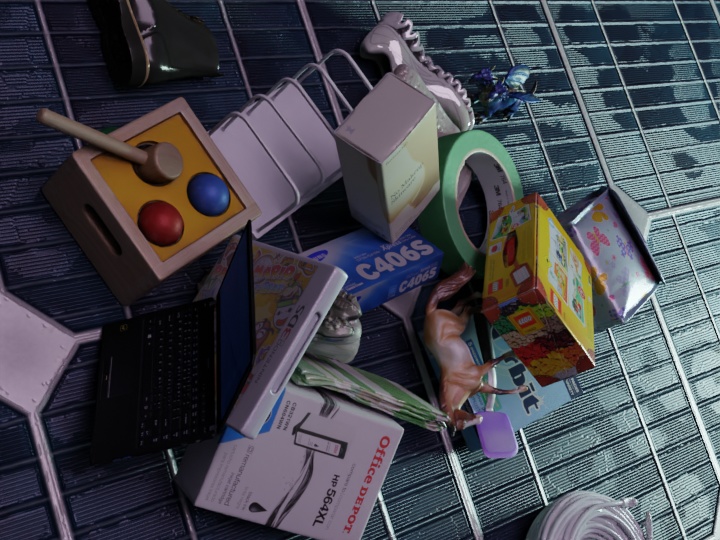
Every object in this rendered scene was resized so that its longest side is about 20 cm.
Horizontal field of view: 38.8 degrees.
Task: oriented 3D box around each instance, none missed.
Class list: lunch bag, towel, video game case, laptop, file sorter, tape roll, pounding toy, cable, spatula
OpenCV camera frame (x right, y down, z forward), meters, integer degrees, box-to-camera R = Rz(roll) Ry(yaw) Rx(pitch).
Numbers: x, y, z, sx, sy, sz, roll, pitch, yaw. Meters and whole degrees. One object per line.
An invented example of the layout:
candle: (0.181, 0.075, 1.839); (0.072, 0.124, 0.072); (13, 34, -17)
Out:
lunch bag: (0.353, -0.023, 1.491); (0.200, 0.127, 0.170); (-31, 94, -46)
towel: (0.087, -0.163, 1.377); (0.200, 0.034, 0.133); (49, 48, -32)
video game case: (-0.120, 0.059, 1.038); (0.023, 0.200, 0.182); (37, 77, -36)
laptop: (-0.181, 0.069, 0.984); (0.103, 0.200, 0.177); (69, 10, -46)
file sorter: (-0.078, -0.158, 1.233); (0.200, 0.124, 0.139); (-40, 97, -38)
tape roll: (0.151, -0.088, 1.381); (0.200, 0.048, 0.201); (9, 78, -49)
pounding toy: (-0.234, -0.092, 1.083); (0.184, 0.142, 0.200); (-38, 96, -39)
cable: (0.294, 0.387, 1.324); (0.200, 0.069, 0.200); (17, 64, -29)
towel: (-0.012, 0.129, 1.165); (0.200, 0.153, 0.023); (21, 93, -28)
spatula: (0.165, 0.140, 1.300); (0.056, 0.021, 0.200); (6, 69, -28)

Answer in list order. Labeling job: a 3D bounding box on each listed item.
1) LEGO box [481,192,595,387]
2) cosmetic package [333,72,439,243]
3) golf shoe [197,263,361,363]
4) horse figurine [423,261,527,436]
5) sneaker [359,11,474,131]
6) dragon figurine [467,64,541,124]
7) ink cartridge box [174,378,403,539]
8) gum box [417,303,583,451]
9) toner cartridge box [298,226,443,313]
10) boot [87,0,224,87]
LEGO box: (0.229, 0.022, 1.304); (0.149, 0.077, 0.200); (49, 31, -26)
cosmetic package: (0.036, -0.127, 1.203); (0.071, 0.200, 0.105); (35, 75, 19)
golf shoe: (-0.092, 0.056, 1.148); (0.200, 0.097, 0.078); (20, 55, 21)
horse figurine: (0.130, 0.094, 1.270); (0.132, 0.050, 0.200); (-15, 78, -22)
sneaker: (0.078, -0.261, 1.426); (0.200, 0.075, 0.081); (48, 66, -8)
dragon figurine: (0.225, -0.264, 1.505); (0.200, 0.099, 0.059); (-12, 80, -38)
ink cartridge box: (-0.073, 0.195, 1.091); (0.200, 0.084, 0.146); (22, 90, -27)
gum box: (0.190, 0.124, 1.366); (0.200, 0.045, 0.170); (-21, 85, -38)
toner cartridge box: (0.000, 0.000, 1.249); (0.200, 0.043, 0.095); (-25, 49, -39)
boot: (-0.244, -0.317, 1.216); (0.138, 0.077, 0.200); (-11, 92, -42)
